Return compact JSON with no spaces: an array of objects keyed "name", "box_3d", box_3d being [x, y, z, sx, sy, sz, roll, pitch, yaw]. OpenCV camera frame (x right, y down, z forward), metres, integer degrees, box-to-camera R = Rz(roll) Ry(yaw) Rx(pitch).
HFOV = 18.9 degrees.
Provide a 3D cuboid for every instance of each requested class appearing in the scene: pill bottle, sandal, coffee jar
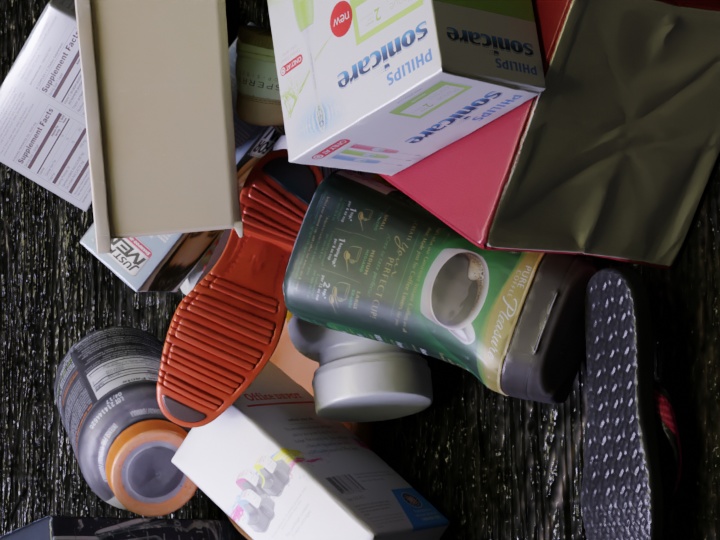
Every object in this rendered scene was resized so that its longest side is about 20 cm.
[{"name":"pill bottle","box_3d":[0.000,0.000,1.529,0.113,0.112,0.201,-26,64,48]},{"name":"pill bottle","box_3d":[-0.179,0.124,1.712,0.200,0.106,0.107,-130,54,-67]},{"name":"sandal","box_3d":[0.173,0.098,1.336,0.075,0.045,0.202,-1,89,59]},{"name":"coffee jar","box_3d":[0.057,0.012,1.406,0.199,0.085,0.105,21,88,18]}]

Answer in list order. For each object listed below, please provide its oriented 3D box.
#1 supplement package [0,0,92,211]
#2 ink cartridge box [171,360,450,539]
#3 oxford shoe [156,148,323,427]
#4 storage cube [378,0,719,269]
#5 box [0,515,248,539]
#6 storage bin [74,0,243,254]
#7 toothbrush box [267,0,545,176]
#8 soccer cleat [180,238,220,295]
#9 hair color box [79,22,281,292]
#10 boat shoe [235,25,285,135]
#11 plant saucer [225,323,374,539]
[{"name":"supplement package","box_3d":[-0.213,-0.178,1.764,0.156,0.110,0.200,-53,11,34]},{"name":"ink cartridge box","box_3d":[-0.048,0.142,1.512,0.200,0.115,0.068,41,107,24]},{"name":"oxford shoe","box_3d":[-0.078,0.014,1.473,0.201,0.071,0.073,-62,2,1]},{"name":"storage cube","box_3d":[0.113,-0.118,1.347,0.180,0.170,0.201,38,114,47]},{"name":"box","box_3d":[-0.175,0.298,1.652,0.124,0.196,0.201,-28,64,48]},{"name":"storage bin","box_3d":[-0.130,-0.138,1.386,0.199,0.093,0.201,-108,14,-73]},{"name":"toothbrush box","box_3d":[0.018,-0.176,1.270,0.145,0.086,0.201,-26,67,47]},{"name":"soccer cleat","box_3d":[-0.109,0.003,1.692,0.200,0.069,0.078,-116,33,-67]},{"name":"hair color box","box_3d":[-0.107,-0.079,1.563,0.061,0.099,0.200,41,98,10]},{"name":"boat shoe","box_3d":[-0.036,-0.118,1.430,0.074,0.200,0.067,15,94,22]},{"name":"plant saucer","box_3d":[-0.050,0.111,1.644,0.200,0.037,0.202,-12,74,52]}]
